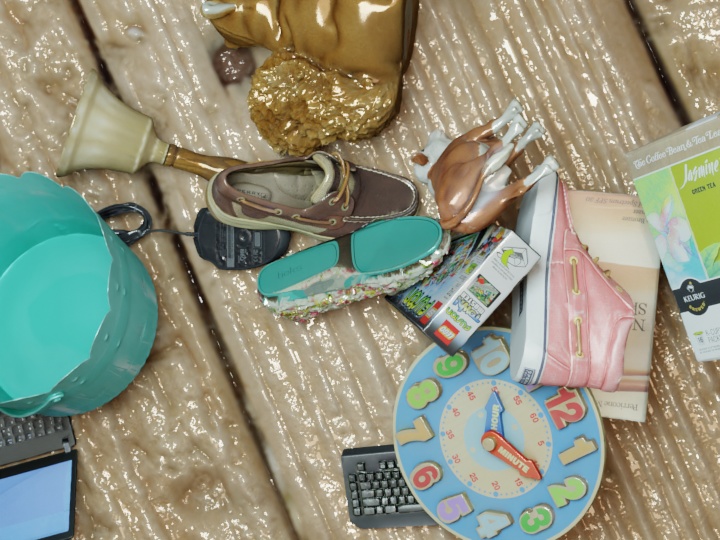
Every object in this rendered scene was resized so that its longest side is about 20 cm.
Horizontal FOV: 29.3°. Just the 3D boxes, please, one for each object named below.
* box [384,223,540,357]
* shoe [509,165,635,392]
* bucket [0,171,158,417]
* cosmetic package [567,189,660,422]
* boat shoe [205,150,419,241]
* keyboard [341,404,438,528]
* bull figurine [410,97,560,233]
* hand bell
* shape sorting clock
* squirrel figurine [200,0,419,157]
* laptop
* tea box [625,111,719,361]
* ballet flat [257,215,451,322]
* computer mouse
[{"bbox_3d":[0.083,0.008,1.190,0.035,0.200,0.110,42,89,-10],"label":"box"},{"bbox_3d":[0.180,0.008,1.164,0.091,0.071,0.200,9,64,-6],"label":"shoe"},{"bbox_3d":[-0.283,0.030,1.198,0.207,0.135,0.207,-4,72,12],"label":"bucket"},{"bbox_3d":[0.212,0.032,1.245,0.103,0.087,0.200,4,88,1],"label":"cosmetic package"},{"bbox_3d":[-0.036,-0.071,1.238,0.200,0.072,0.072,5,72,-16],"label":"boat shoe"},{"bbox_3d":[0.080,0.169,1.255,0.200,0.021,0.127,-7,91,12],"label":"keyboard"},{"bbox_3d":[0.104,-0.092,1.201,0.121,0.200,0.065,-40,109,14],"label":"bull figurine"},{"bbox_3d":[-0.168,-0.104,1.270,0.200,0.104,0.104,18,89,-12],"label":"hand bell"},{"bbox_3d":[0.117,0.147,1.201,0.200,0.039,0.200,3,96,24],"label":"shape sorting clock"},{"bbox_3d":[-0.051,-0.204,1.236,0.186,0.142,0.200,6,86,7],"label":"squirrel figurine"},{"bbox_3d":[-0.357,0.160,1.242,0.177,0.103,0.200,-15,88,0],"label":"laptop"},{"bbox_3d":[0.367,-0.050,1.184,0.200,0.134,0.197,-19,87,-32],"label":"tea box"},{"bbox_3d":[0.000,0.000,1.237,0.200,0.064,0.076,-14,52,26],"label":"ballet flat"},{"bbox_3d":[-0.163,-0.035,1.285,0.200,0.034,0.059,4,100,7],"label":"computer mouse"}]
